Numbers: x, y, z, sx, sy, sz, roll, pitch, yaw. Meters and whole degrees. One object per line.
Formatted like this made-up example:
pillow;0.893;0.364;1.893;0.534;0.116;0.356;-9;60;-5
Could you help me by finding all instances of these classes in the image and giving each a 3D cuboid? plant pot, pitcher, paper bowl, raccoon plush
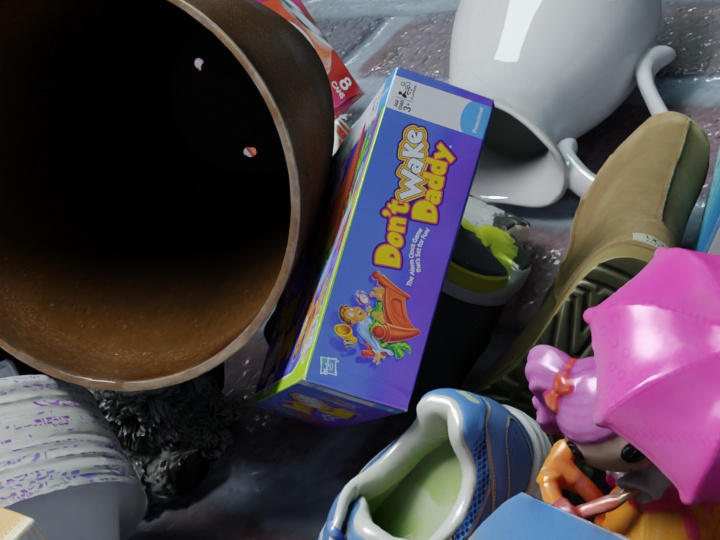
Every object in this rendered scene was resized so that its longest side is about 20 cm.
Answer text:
plant pot;-0.088;-0.065;0.764;0.187;0.187;0.200;-16;12;20
pitcher;0.129;-0.118;0.936;0.171;0.121;0.200;19;52;16
paper bowl;-0.191;0.144;0.725;0.200;0.201;0.104;-31;70;-6
raccoon plush;-0.161;0.066;0.845;0.200;0.134;0.097;-24;34;12

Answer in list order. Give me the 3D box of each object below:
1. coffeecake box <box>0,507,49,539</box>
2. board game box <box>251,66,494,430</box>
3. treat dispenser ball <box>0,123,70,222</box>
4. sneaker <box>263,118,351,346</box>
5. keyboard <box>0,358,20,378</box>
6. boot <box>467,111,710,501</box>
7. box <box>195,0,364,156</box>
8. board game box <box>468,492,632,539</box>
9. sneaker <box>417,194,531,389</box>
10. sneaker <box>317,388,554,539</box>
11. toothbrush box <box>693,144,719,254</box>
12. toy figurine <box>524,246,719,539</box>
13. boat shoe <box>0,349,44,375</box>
coffeecake box;-0.135;0.202;0.548;0.073;0.200;0.154;6;44;44
board game box;0.000;0.000;0.722;0.200;0.045;0.135;140;147;-77
treat dispenser ball;-0.248;-0.041;0.836;0.200;0.201;0.201;-20;30;13
sneaker;-0.029;-0.022;0.942;0.082;0.077;0.200;-27;27;19
keyboard;-0.234;0.098;0.885;0.200;0.056;0.011;-23;10;45
boot;0.107;0.023;0.760;0.175;0.066;0.200;-50;4;25
box;-0.099;-0.116;1.063;0.095;0.100;0.200;-41;14;-25
board game box;0.098;0.162;0.510;0.039;0.158;0.200;-4;13;-37
sneaker;0.040;0.004;0.826;0.200;0.074;0.085;-62;-4;-78
sneaker;-0.001;0.130;0.633;0.076;0.077;0.200;28;81;37
toothbrush box;0.225;-0.082;0.733;0.085;0.147;0.200;19;43;5
toy figurine;0.121;0.074;0.555;0.200;0.184;0.150;1;40;41
boat shoe;-0.179;0.052;0.954;0.200;0.071;0.070;-21;-10;0
